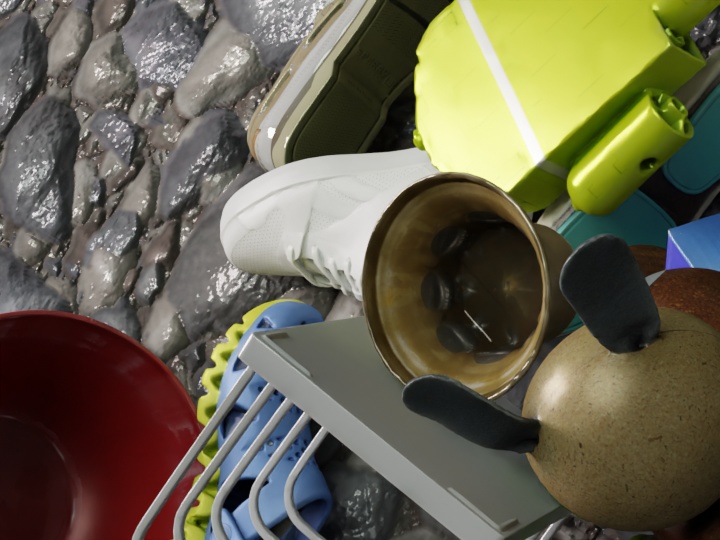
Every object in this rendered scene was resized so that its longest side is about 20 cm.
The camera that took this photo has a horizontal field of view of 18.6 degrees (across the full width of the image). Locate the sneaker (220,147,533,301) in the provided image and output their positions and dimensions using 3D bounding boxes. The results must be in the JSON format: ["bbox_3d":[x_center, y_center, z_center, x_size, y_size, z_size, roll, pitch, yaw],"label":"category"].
[{"bbox_3d":[0.000,0.000,1.202,0.199,0.074,0.116,-11,55,31],"label":"sneaker"}]

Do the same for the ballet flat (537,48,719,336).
[{"bbox_3d":[0.148,-0.046,1.133,0.200,0.069,0.070,-43,46,6],"label":"ballet flat"}]

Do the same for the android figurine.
[{"bbox_3d":[0.100,-0.110,1.110,0.200,0.041,0.183,-45,49,26],"label":"android figurine"}]

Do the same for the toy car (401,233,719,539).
[{"bbox_3d":[0.110,0.048,0.890,0.164,0.199,0.158,-43,46,22],"label":"toy car"}]

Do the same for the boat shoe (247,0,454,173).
[{"bbox_3d":[0.005,-0.137,1.278,0.200,0.075,0.068,-49,36,-10],"label":"boat shoe"}]

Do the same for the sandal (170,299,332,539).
[{"bbox_3d":[-0.047,0.115,1.168,0.087,0.079,0.201,6,79,37],"label":"sandal"}]

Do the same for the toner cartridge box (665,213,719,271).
[{"bbox_3d":[0.224,0.046,0.995,0.094,0.043,0.200,-18,47,-13],"label":"toner cartridge box"}]

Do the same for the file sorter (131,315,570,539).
[{"bbox_3d":[0.005,0.112,1.015,0.139,0.200,0.125,38,103,14],"label":"file sorter"}]

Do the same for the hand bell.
[{"bbox_3d":[0.103,0.004,1.043,0.104,0.199,0.105,3,95,39],"label":"hand bell"}]

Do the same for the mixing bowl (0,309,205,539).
[{"bbox_3d":[-0.190,0.127,1.210,0.108,0.199,0.201,-17,50,62],"label":"mixing bowl"}]
